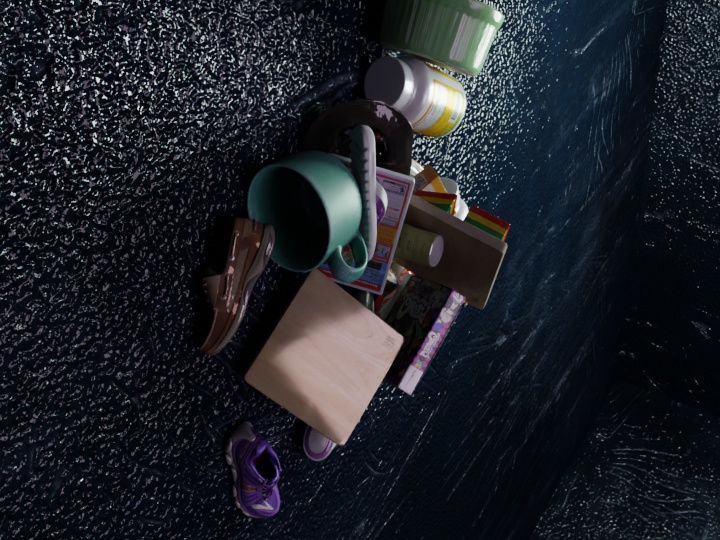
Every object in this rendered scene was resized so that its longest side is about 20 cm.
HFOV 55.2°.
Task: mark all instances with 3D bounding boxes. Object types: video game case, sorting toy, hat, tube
[{"bbox_3d":[0.084,0.102,1.194,0.035,0.199,0.184,31,87,-20],"label":"video game case"},{"bbox_3d":[-0.007,-0.069,1.080,0.018,0.139,0.205,-76,-179,-63],"label":"video game case"},{"bbox_3d":[0.148,-0.051,1.156,0.070,0.195,0.202,-55,164,-24],"label":"sorting toy"},{"bbox_3d":[-0.009,-0.195,1.086,0.194,0.082,0.204,-7,133,-7],"label":"hat"},{"bbox_3d":[-0.062,0.137,1.108,0.198,0.069,0.201,37,79,-18],"label":"sorting toy"},{"bbox_3d":[0.041,-0.056,1.129,0.059,0.196,0.052,-56,147,-23],"label":"tube"}]

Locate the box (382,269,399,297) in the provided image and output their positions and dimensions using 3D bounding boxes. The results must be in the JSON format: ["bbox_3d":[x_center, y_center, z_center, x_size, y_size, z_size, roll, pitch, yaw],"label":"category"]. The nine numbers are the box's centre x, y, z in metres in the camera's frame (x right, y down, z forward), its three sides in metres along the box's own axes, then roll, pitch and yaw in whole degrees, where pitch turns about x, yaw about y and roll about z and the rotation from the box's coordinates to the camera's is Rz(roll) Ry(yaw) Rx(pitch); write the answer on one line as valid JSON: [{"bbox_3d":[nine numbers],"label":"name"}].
[{"bbox_3d":[0.000,0.000,1.215,0.041,0.039,0.198,-38,147,18],"label":"box"}]

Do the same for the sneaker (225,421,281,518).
[{"bbox_3d":[-0.164,0.341,1.118,0.081,0.082,0.204,-43,138,-36],"label":"sneaker"}]

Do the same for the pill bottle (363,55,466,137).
[{"bbox_3d":[0.092,-0.298,1.171,0.198,0.109,0.114,0,106,-56],"label":"pill bottle"}]

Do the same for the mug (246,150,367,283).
[{"bbox_3d":[-0.067,-0.077,0.989,0.114,0.149,0.190,-35,112,-50],"label":"mug"}]

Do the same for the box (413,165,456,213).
[{"bbox_3d":[0.072,-0.087,1.245,0.198,0.042,0.119,-35,143,4],"label":"box"}]

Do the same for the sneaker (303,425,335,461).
[{"bbox_3d":[-0.053,0.250,1.274,0.100,0.073,0.204,79,34,-73],"label":"sneaker"}]

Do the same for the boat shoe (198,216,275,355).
[{"bbox_3d":[-0.186,0.018,0.953,0.070,0.076,0.204,22,97,-21],"label":"boat shoe"}]

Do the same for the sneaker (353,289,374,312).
[{"bbox_3d":[-0.024,0.108,1.236,0.075,0.079,0.204,76,20,-51],"label":"sneaker"}]

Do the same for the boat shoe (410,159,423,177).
[{"bbox_3d":[0.054,-0.177,1.216,0.199,0.070,0.071,35,77,-47],"label":"boat shoe"}]

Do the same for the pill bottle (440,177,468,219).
[{"bbox_3d":[0.169,-0.080,1.393,0.111,0.109,0.203,-48,140,-31],"label":"pill bottle"}]

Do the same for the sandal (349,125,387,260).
[{"bbox_3d":[0.017,-0.109,1.011,0.048,0.083,0.208,-10,119,-20],"label":"sandal"}]

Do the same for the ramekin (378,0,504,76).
[{"bbox_3d":[0.123,-0.387,1.106,0.198,0.197,0.100,-4,117,-55],"label":"ramekin"}]

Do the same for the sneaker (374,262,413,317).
[{"bbox_3d":[0.091,0.048,1.339,0.067,0.106,0.206,41,71,-55],"label":"sneaker"}]

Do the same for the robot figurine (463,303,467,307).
[{"bbox_3d":[0.237,-0.014,1.577,0.144,0.057,0.205,25,83,-57],"label":"robot figurine"}]
